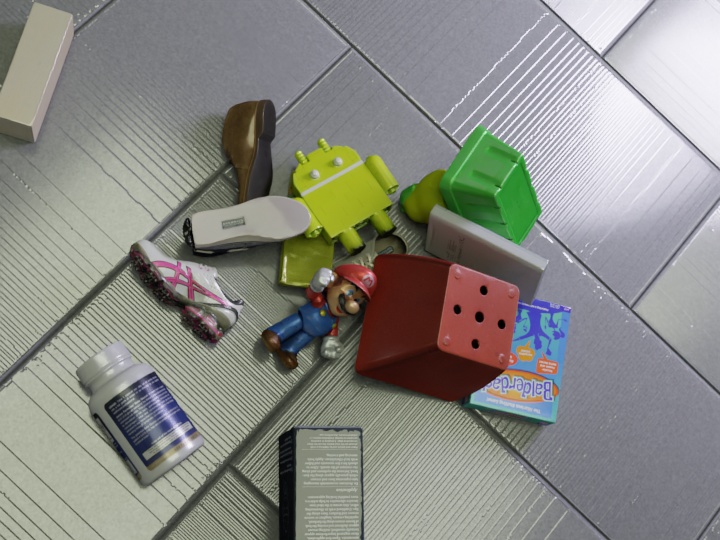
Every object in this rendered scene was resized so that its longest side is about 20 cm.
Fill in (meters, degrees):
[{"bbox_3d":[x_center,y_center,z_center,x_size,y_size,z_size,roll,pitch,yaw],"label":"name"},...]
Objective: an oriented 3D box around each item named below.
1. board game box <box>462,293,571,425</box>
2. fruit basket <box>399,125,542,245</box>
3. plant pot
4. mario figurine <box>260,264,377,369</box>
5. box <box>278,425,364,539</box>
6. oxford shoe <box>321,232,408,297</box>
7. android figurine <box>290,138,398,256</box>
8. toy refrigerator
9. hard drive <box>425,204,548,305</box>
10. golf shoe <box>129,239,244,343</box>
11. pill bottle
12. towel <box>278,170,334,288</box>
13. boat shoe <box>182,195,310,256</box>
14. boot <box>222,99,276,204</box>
[{"bbox_3d":[0.260,0.143,1.806,0.152,0.045,0.200,13,74,-10],"label":"board game box"},{"bbox_3d":[0.175,-0.129,1.801,0.215,0.216,0.156,36,71,-3],"label":"fruit basket"},{"bbox_3d":[0.135,0.082,1.695,0.200,0.176,0.200,19,73,-28],"label":"plant pot"},{"bbox_3d":[-0.054,0.071,1.689,0.200,0.123,0.106,-41,74,2],"label":"mario figurine"},{"bbox_3d":[-0.061,0.339,1.628,0.107,0.148,0.200,2,76,-12],"label":"box"},{"bbox_3d":[0.000,0.000,1.775,0.200,0.058,0.075,-37,89,-17],"label":"oxford shoe"},{"bbox_3d":[-0.032,-0.125,1.773,0.182,0.041,0.200,-28,76,-17],"label":"android figurine"},{"bbox_3d":[-0.517,-0.313,1.719,0.070,0.076,0.200,17,74,-9],"label":"toy refrigerator"},{"bbox_3d":[0.200,-0.024,1.760,0.200,0.132,0.027,29,66,13],"label":"hard drive"},{"bbox_3d":[-0.272,0.018,1.701,0.200,0.073,0.092,45,65,-10],"label":"golf shoe"},{"bbox_3d":[-0.331,0.208,1.616,0.111,0.111,0.200,-35,87,-19],"label":"pill bottle"},{"bbox_3d":[-0.082,-0.067,1.775,0.086,0.018,0.200,6,69,-3],"label":"towel"},{"bbox_3d":[-0.182,-0.067,1.726,0.200,0.093,0.075,-5,78,-11],"label":"boat shoe"},{"bbox_3d":[-0.187,-0.180,1.782,0.075,0.074,0.200,1,79,18],"label":"boot"}]
